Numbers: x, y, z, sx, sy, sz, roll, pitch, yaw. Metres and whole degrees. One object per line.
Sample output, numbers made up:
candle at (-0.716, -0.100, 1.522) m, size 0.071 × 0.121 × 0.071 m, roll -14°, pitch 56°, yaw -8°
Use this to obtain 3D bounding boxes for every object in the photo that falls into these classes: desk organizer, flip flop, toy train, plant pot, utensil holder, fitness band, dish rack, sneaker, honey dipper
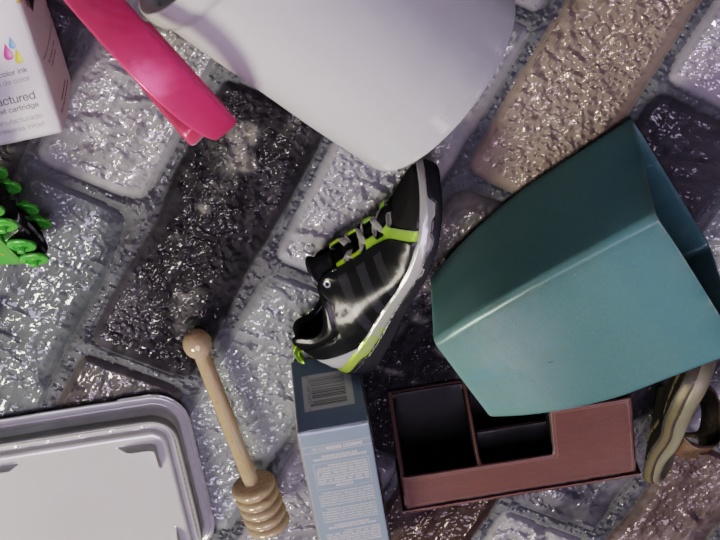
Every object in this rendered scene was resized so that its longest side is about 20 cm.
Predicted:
desk organizer at (0.125, 0.134, 1.369) m, size 0.199 × 0.072 × 0.077 m, roll -9°, pitch 120°, yaw 0°
flip flop at (0.265, 0.117, 1.324) m, size 0.057 × 0.082 × 0.200 m, roll 13°, pitch 151°, yaw 4°
toy train at (-0.273, -0.049, 1.179) m, size 0.056 × 0.042 × 0.200 m, roll -2°, pitch 160°, yaw 8°
plant pot at (0.160, 0.014, 1.265) m, size 0.199 × 0.142 × 0.141 m, roll -27°, pitch 120°, yaw 18°
utensil holder at (-0.019, -0.185, 1.105) m, size 0.199 × 0.170 × 0.170 m, roll 33°, pitch 113°, yaw -24°
fitness band at (-0.154, -0.157, 1.098) m, size 0.037 × 0.200 × 0.144 m, roll -42°, pitch 147°, yaw -2°
dish rack at (-0.231, 0.194, 1.389) m, size 0.199 × 0.044 × 0.173 m, roll -8°, pitch 123°, yaw 1°
sneaker at (0.000, 0.000, 1.274) m, size 0.082 × 0.072 × 0.201 m, roll 16°, pitch 119°, yaw -13°
honey dipper at (-0.107, 0.133, 1.361) m, size 0.038 × 0.038 × 0.201 m, roll -17°, pitch 118°, yaw 5°

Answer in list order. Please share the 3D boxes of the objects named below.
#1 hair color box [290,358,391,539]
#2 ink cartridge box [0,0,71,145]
hair color box at (-0.012, 0.179, 1.366) m, size 0.060 × 0.099 × 0.201 m, roll -9°, pitch 122°, yaw 0°
ink cartridge box at (-0.295, -0.184, 1.127) m, size 0.144 × 0.084 × 0.201 m, roll -12°, pitch 122°, yaw 2°
